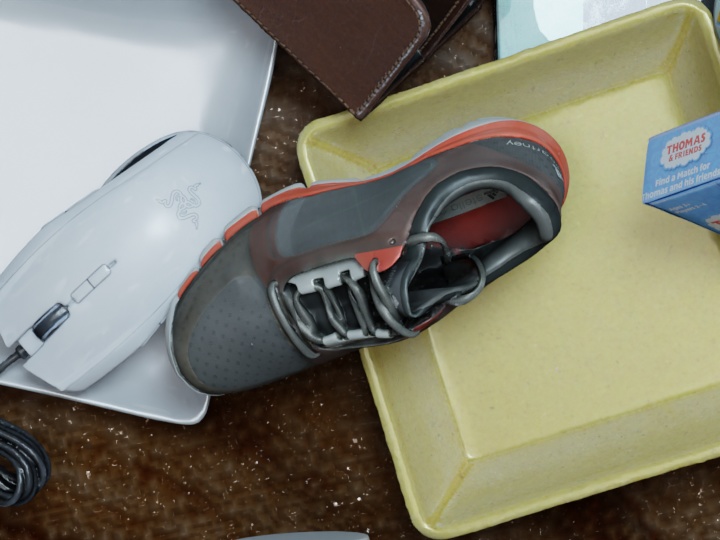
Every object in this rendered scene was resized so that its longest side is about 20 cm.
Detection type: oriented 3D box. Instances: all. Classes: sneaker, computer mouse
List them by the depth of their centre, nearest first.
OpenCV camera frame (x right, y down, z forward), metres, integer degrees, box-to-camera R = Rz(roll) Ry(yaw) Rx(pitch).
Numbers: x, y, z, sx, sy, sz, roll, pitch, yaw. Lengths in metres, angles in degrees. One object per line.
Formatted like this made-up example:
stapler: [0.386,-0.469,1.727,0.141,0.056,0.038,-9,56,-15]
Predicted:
sneaker: [0.000,0.000,1.084,0.199,0.082,0.077,-31,111,10]
computer mouse: [-0.131,0.012,1.133,0.200,0.044,0.110,-43,88,3]

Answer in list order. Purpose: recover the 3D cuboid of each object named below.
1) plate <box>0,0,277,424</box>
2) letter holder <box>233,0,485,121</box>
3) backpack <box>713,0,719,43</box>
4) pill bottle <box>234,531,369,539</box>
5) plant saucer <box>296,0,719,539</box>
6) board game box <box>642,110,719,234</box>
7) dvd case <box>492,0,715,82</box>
plate: [-0.150,-0.044,1.171,0.199,0.032,0.201,11,92,3]
letter holder: [-0.017,-0.195,1.094,0.200,0.142,0.101,44,52,2]
backpack: [0.264,-0.133,1.080,0.199,0.153,0.177,20,87,-23]
pill bottle: [-0.024,0.222,1.126,0.110,0.111,0.201,-3,90,3]
plant saucer: [0.093,0.000,1.142,0.199,0.048,0.201,-18,89,10]
board game box: [0.243,-0.028,1.050,0.199,0.151,0.037,19,68,-31]
dvd case: [0.132,-0.188,1.161,0.145,0.022,0.201,-1,89,3]
